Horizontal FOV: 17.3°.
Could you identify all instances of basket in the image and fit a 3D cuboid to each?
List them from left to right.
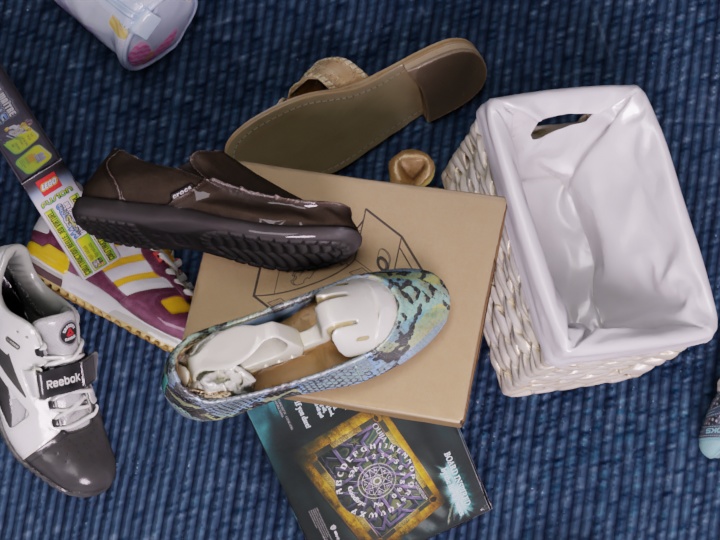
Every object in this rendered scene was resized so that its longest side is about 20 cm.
[{"bbox_3d":[0.150,-0.017,1.696,0.136,0.123,0.200,-7,70,-24],"label":"basket"}]

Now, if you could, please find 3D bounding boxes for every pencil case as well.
[{"bbox_3d":[-0.219,-0.245,1.849,0.200,0.091,0.083,43,83,15],"label":"pencil case"}]

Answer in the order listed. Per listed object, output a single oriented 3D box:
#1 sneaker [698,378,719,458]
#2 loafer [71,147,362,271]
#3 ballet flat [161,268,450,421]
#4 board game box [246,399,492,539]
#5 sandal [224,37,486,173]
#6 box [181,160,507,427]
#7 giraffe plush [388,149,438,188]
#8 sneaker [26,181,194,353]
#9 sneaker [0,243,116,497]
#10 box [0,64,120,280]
[{"bbox_3d":[0.333,0.144,1.681,0.200,0.078,0.086,31,92,22],"label":"sneaker"},{"bbox_3d":[-0.094,-0.049,1.585,0.200,0.073,0.071,9,74,11],"label":"loafer"},{"bbox_3d":[-0.036,0.046,1.547,0.200,0.074,0.074,-23,72,-1],"label":"ballet flat"},{"bbox_3d":[0.002,0.120,1.670,0.135,0.200,0.028,-24,34,-3],"label":"board game box"},{"bbox_3d":[-0.012,-0.133,1.813,0.212,0.078,0.070,-22,41,-6],"label":"sandal"},{"bbox_3d":[-0.012,0.013,1.604,0.200,0.021,0.164,9,72,11],"label":"box"},{"bbox_3d":[0.000,0.000,1.735,0.162,0.173,0.200,-15,38,-7],"label":"giraffe plush"},{"bbox_3d":[-0.159,0.003,1.777,0.200,0.075,0.090,26,85,13],"label":"sneaker"},{"bbox_3d":[-0.233,0.072,1.742,0.074,0.089,0.200,-27,85,-44],"label":"sneaker"},{"bbox_3d":[-0.248,-0.091,1.757,0.035,0.110,0.200,-32,45,-5],"label":"box"}]
